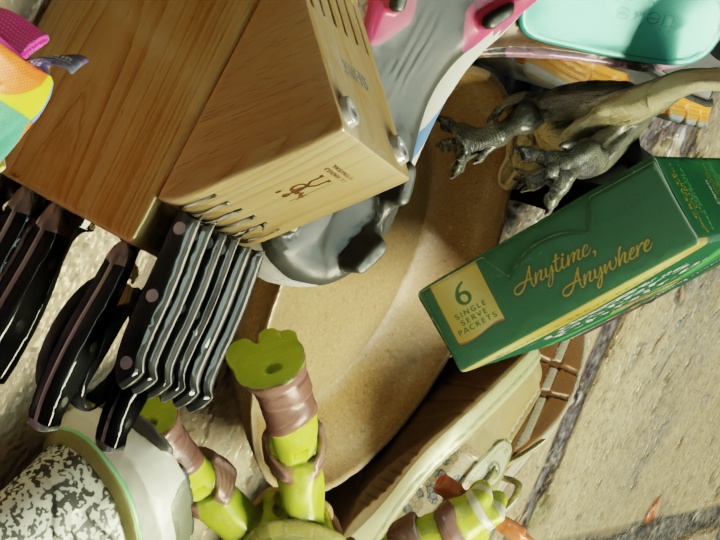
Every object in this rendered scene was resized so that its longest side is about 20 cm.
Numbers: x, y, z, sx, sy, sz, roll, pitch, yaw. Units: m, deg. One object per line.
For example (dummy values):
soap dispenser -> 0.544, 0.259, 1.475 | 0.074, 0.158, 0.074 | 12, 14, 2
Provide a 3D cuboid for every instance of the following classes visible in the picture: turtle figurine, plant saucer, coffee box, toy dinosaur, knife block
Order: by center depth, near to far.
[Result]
knife block -> -0.082, -0.048, 0.696 | 0.064, 0.175, 0.200 | 32, 39, -67
turtle figurine -> -0.039, 0.109, 0.842 | 0.064, 0.200, 0.161 | -83, 152, -53
toy dinosaur -> 0.088, -0.056, 0.864 | 0.088, 0.200, 0.048 | -21, 97, -26
plant saucer -> 0.000, 0.000, 0.917 | 0.200, 0.035, 0.200 | -46, 150, -36
coffee box -> 0.115, -0.006, 0.966 | 0.123, 0.044, 0.200 | -29, 172, 19

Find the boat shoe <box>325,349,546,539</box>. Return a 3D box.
boat shoe -> 0.022, 0.111, 0.990 | 0.200, 0.073, 0.063 | -46, 110, -22

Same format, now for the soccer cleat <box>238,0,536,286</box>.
soccer cleat -> 0.007, -0.088, 0.754 | 0.070, 0.086, 0.200 | 36, 83, -31

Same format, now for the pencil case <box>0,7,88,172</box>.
pencil case -> -0.153, 0.008, 0.566 | 0.200, 0.088, 0.088 | -61, 156, -3

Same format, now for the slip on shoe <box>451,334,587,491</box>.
slip on shoe -> 0.046, 0.092, 1.077 | 0.061, 0.076, 0.200 | -25, -146, 62

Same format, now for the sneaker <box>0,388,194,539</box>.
sneaker -> -0.118, 0.140, 0.797 | 0.089, 0.077, 0.200 | -25, 131, -36

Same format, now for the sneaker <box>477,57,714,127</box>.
sneaker -> 0.125, -0.116, 1.010 | 0.200, 0.078, 0.077 | 3, 103, -65

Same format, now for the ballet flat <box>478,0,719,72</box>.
ballet flat -> 0.050, -0.119, 0.830 | 0.200, 0.071, 0.069 | 4, 123, -24

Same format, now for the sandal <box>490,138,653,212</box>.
sandal -> 0.118, -0.039, 1.068 | 0.075, 0.045, 0.200 | -28, 165, 18

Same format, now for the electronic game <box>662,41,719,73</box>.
electronic game -> 0.191, -0.171, 0.942 | 0.200, 0.042, 0.200 | -37, 151, -25
